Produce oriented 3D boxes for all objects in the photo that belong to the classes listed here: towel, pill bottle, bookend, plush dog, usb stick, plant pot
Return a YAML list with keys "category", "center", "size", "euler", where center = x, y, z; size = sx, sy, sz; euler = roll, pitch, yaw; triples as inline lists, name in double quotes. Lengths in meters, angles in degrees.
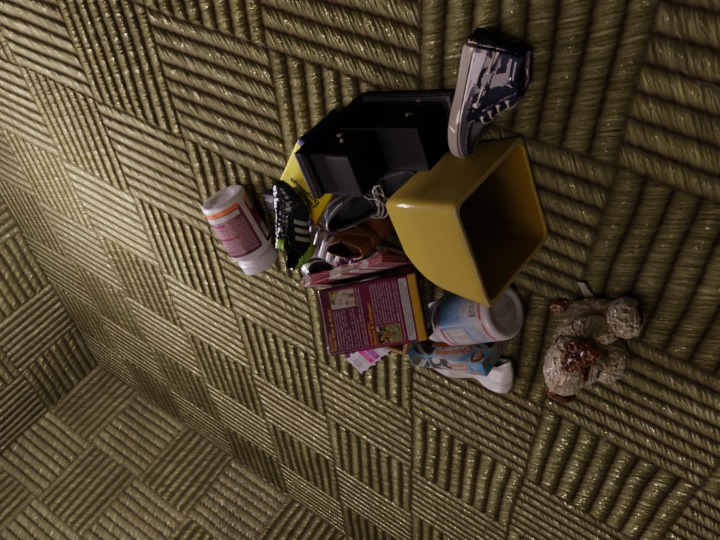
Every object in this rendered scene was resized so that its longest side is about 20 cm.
- category: "towel"
  center: [0.000, 0.000, 1.317]
  size: [0.199, 0.144, 0.023]
  euler: [-17, 79, 33]
- category: "pill bottle"
  center: [-0.288, -0.096, 1.649]
  size: [0.114, 0.114, 0.201]
  euler: [4, 131, 44]
- category: "bookend"
  center: [0.034, -0.202, 1.102]
  size: [0.198, 0.200, 0.093]
  euler: [11, 137, 40]
- category: "plush dog"
  center: [0.372, 0.135, 1.158]
  size: [0.160, 0.172, 0.201]
  euler: [26, 145, 24]
- category: "usb stick"
  center: [-0.143, -0.144, 1.516]
  size: [0.199, 0.033, 0.056]
  euler: [15, 132, 37]
- category: "plant pot"
  center: [0.159, -0.090, 1.119]
  size: [0.199, 0.194, 0.196]
  euler: [13, 138, 45]
- category: "pill bottle"
  center: [0.214, 0.091, 1.336]
  size: [0.109, 0.109, 0.199]
  euler: [52, 147, -16]

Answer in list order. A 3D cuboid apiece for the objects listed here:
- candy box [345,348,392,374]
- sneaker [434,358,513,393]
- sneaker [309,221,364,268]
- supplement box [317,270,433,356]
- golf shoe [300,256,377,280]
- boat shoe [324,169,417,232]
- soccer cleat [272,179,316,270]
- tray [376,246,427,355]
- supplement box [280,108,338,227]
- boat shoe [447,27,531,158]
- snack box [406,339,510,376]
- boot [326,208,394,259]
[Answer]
- category: "candy box"
  center: [0.055, 0.145, 1.543]
  size: [0.061, 0.137, 0.200]
  euler: [40, 148, 0]
- category: "sneaker"
  center: [0.241, 0.191, 1.475]
  size: [0.199, 0.075, 0.089]
  euler: [15, 127, 27]
- category: "sneaker"
  center: [-0.067, -0.067, 1.444]
  size: [0.199, 0.088, 0.081]
  euler: [32, 124, 14]
- category: "supplement box"
  center: [0.032, 0.082, 1.325]
  size: [0.198, 0.103, 0.132]
  euler: [-10, 91, 13]
- category: "golf shoe"
  center: [-0.036, 0.020, 1.476]
  size: [0.198, 0.092, 0.073]
  euler: [14, 106, -15]
- category: "boat shoe"
  center: [0.019, -0.132, 1.242]
  size: [0.199, 0.062, 0.075]
  euler: [-24, 120, 15]
- category: "soccer cleat"
  center: [-0.138, -0.085, 1.330]
  size: [0.067, 0.081, 0.201]
  euler: [20, 142, 32]
- category: "tray"
  center: [0.075, 0.061, 1.388]
  size: [0.098, 0.037, 0.202]
  euler: [17, 97, 18]
- category: "supplement box"
  center: [-0.074, -0.193, 1.311]
  size: [0.109, 0.109, 0.200]
  euler: [41, 148, 1]
- category: "boat shoe"
  center: [0.189, -0.244, 0.994]
  size: [0.092, 0.075, 0.201]
  euler: [26, 138, 25]
- category: "snack box"
  center: [0.205, 0.157, 1.415]
  size: [0.199, 0.116, 0.037]
  euler: [1, 130, 46]
- category: "boot"
  center: [-0.020, -0.082, 1.340]
  size: [0.199, 0.155, 0.074]
  euler: [-5, 126, 49]
